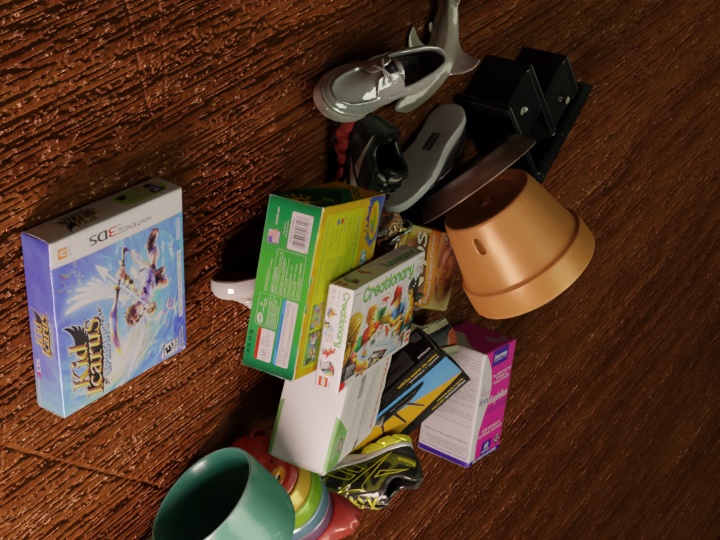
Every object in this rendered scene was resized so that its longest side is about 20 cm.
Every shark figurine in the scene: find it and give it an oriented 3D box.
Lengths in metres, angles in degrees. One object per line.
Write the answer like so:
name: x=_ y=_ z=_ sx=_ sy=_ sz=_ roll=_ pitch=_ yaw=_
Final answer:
shark figurine: x=0.120 y=-0.308 z=1.644 sx=0.128 sy=0.089 sz=0.215 roll=-7 pitch=114 yaw=-57

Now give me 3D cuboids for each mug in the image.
mug: x=-0.164 y=0.307 z=1.477 sx=0.114 sy=0.185 sz=0.152 roll=47 pitch=47 yaw=-27

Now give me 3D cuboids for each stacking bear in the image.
stacking bear: x=-0.105 y=0.286 z=1.607 sx=0.121 sy=0.114 sz=0.200 roll=-45 pitch=132 yaw=-13

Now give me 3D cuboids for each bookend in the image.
bookend: x=0.251 y=-0.266 z=1.863 sx=0.200 sy=0.092 sz=0.199 roll=-60 pitch=147 yaw=-18

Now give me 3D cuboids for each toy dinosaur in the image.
toy dinosaur: x=0.000 y=0.000 z=1.595 sx=0.135 sy=0.200 sz=0.103 roll=20 pitch=58 yaw=-38

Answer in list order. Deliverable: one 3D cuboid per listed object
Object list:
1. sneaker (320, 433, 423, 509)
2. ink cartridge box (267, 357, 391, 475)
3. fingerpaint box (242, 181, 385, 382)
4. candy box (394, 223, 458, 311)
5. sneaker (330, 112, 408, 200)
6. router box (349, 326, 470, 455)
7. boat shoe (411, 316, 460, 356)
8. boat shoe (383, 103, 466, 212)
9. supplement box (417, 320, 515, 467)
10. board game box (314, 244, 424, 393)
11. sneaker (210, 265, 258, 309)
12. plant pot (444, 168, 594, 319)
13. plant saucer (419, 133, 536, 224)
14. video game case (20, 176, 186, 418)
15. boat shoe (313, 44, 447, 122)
sneaker: x=-0.003 y=0.303 z=1.740 sx=0.200 sy=0.085 sz=0.075 roll=-28 pitch=146 yaw=-8
ink cartridge box: x=-0.033 y=0.158 z=1.592 sx=0.200 sy=0.084 sz=0.147 roll=-23 pitch=129 yaw=-72
fingerpaint box: x=-0.053 y=0.007 z=1.421 sx=0.167 sy=0.073 sz=0.201 roll=-20 pitch=123 yaw=-63
candy box: x=0.071 y=-0.009 z=1.763 sx=0.200 sy=0.055 sz=0.116 roll=8 pitch=98 yaw=-59
sneaker: x=0.011 y=-0.108 z=1.573 sx=0.071 sy=0.098 sz=0.201 roll=-29 pitch=133 yaw=-49
router box: x=0.048 y=0.183 z=1.767 sx=0.200 sy=0.051 sz=0.149 roll=-42 pitch=147 yaw=4
boat shoe: x=0.071 y=0.106 z=1.823 sx=0.200 sy=0.071 sz=0.063 roll=-6 pitch=73 yaw=-47
boat shoe: x=0.090 y=-0.142 z=1.712 sx=0.200 sy=0.072 sz=0.068 roll=-58 pitch=147 yaw=-31
supplement box: x=0.170 y=0.197 z=1.992 sx=0.101 sy=0.103 sz=0.201 roll=-20 pitch=122 yaw=-50
board game box: x=0.013 y=0.053 z=1.462 sx=0.200 sy=0.035 sz=0.127 roll=-29 pitch=132 yaw=-60
sneaker: x=-0.106 y=0.035 z=1.487 sx=0.200 sy=0.073 sz=0.085 roll=-5 pitch=101 yaw=-57
plant pot: x=0.212 y=-0.049 z=1.755 sx=0.200 sy=0.200 sz=0.140 roll=-50 pitch=118 yaw=-29
plant saucer: x=0.158 y=-0.135 z=1.746 sx=0.200 sy=0.200 sz=0.032 roll=-39 pitch=95 yaw=-41
video game case: x=-0.259 y=0.026 z=1.281 sx=0.181 sy=0.045 sz=0.201 roll=-30 pitch=131 yaw=-46
boat shoe: x=0.030 y=-0.235 z=1.520 sx=0.200 sy=0.068 sz=0.072 roll=-17 pitch=79 yaw=-39
